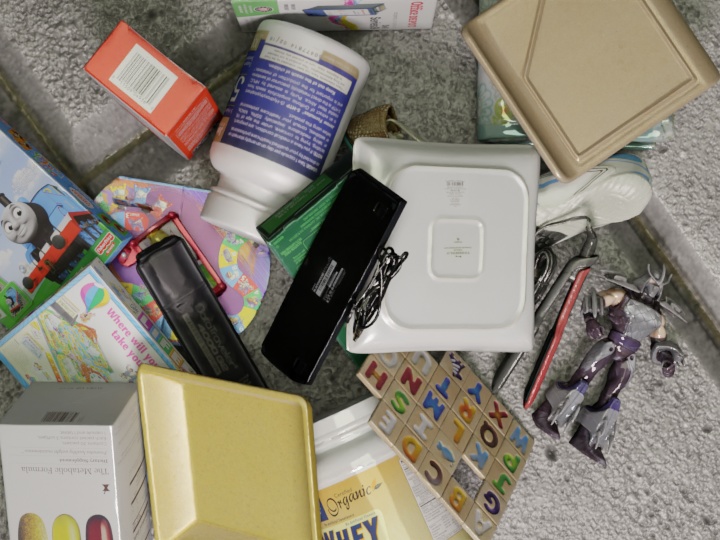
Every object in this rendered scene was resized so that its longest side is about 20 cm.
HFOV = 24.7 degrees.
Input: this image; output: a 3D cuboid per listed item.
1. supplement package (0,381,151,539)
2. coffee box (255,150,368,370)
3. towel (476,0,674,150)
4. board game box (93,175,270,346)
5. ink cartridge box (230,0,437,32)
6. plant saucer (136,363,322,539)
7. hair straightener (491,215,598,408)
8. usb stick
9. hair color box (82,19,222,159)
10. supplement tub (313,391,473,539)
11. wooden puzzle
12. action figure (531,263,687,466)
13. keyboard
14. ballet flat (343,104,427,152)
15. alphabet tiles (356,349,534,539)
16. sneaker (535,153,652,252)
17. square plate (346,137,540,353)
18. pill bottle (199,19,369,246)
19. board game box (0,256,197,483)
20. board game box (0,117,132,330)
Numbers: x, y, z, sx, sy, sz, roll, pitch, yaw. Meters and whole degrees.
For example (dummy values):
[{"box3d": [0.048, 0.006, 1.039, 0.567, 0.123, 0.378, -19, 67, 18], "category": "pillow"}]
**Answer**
[{"box3d": [-0.265, 0.218, 1.553, 0.112, 0.110, 0.202, -1, 107, 7], "category": "supplement package"}, {"box3d": [0.000, 0.000, 1.583, 0.123, 0.044, 0.201, -39, 121, -4], "category": "coffee box"}, {"box3d": [0.215, -0.210, 1.642, 0.198, 0.048, 0.173, 1, 85, -1], "category": "towel"}, {"box3d": [-0.189, -0.007, 1.630, 0.198, 0.039, 0.160, 9, 88, 0], "category": "board game box"}, {"box3d": [-0.024, -0.287, 1.590, 0.198, 0.145, 0.089, -3, 87, -1], "category": "ink cartridge box"}, {"box3d": [-0.111, 0.187, 1.534, 0.198, 0.048, 0.202, 9, 112, 33], "category": "plant saucer"}, {"box3d": [0.171, 0.033, 1.610, 0.076, 0.041, 0.202, 23, 107, -2], "category": "hair straightener"}, {"box3d": [-0.152, 0.059, 1.609, 0.055, 0.033, 0.201, -31, 105, -9], "category": "usb stick"}, {"box3d": [-0.192, -0.167, 1.557, 0.101, 0.200, 0.061, 39, 88, 1], "category": "hair color box"}, {"box3d": [0.019, 0.223, 1.574, 0.143, 0.144, 0.202, -24, 88, -2], "category": "supplement tub"}, {"box3d": [0.223, -0.210, 1.605, 0.199, 0.037, 0.186, -33, 86, -7], "category": "wooden puzzle"}, {"box3d": [0.252, 0.083, 1.616, 0.129, 0.069, 0.201, 27, 95, -15], "category": "action figure"}, {"box3d": [-0.012, 0.016, 1.507, 0.104, 0.039, 0.201, 39, 108, 40], "category": "keyboard"}, {"box3d": [0.061, -0.080, 1.610, 0.065, 0.070, 0.201, -40, 82, 18], "category": "ballet flat"}, {"box3d": [0.080, 0.142, 1.566, 0.008, 0.167, 0.200, -34, 103, 37], "category": "alphabet tiles"}, {"box3d": [0.192, -0.067, 1.634, 0.198, 0.073, 0.072, -13, 116, 10], "category": "sneaker"}, {"box3d": [0.084, -0.021, 1.547, 0.198, 0.028, 0.201, 1, 94, -24], "category": "square plate"}, {"box3d": [-0.079, -0.129, 1.597, 0.119, 0.120, 0.202, 22, 87, 0], "category": "pill bottle"}, {"box3d": [-0.242, 0.107, 1.596, 0.134, 0.034, 0.201, -37, 99, 13], "category": "board game box"}, {"box3d": [-0.345, -0.043, 1.613, 0.200, 0.037, 0.152, 42, 106, 2], "category": "board game box"}]
